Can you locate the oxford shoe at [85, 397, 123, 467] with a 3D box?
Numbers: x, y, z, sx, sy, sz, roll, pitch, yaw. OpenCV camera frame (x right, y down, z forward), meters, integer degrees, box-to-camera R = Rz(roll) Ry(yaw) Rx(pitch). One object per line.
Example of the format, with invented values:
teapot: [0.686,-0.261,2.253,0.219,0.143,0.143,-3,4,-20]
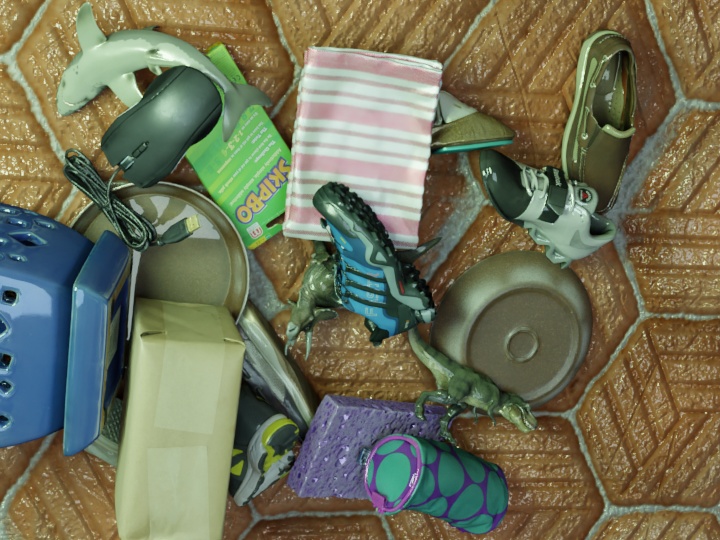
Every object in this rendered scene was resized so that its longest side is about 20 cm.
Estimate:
oxford shoe: [-0.231,0.196,1.645,0.057,0.076,0.199,-22,133,40]

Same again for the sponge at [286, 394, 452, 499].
sponge: [0.014,0.197,1.680,0.199,0.030,0.113,11,107,-46]

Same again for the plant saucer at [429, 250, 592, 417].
plant saucer: [0.177,0.078,1.728,0.198,0.037,0.203,-5,109,-14]

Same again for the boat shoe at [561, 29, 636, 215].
boat shoe: [0.262,-0.152,1.650,0.074,0.075,0.205,-6,110,-14]

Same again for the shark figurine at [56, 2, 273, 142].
shark figurine: [-0.194,-0.209,1.490,0.212,0.090,0.130,7,122,11]

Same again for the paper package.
paper package: [-0.181,0.143,1.500,0.102,0.191,0.203,5,99,-12]

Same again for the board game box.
board game box: [-0.129,-0.125,1.575,0.095,0.030,0.201,-33,111,-1]

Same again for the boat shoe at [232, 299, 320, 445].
boat shoe: [-0.095,0.125,1.651,0.064,0.072,0.201,-28,114,6]

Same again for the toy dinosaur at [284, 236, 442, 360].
toy dinosaur: [-0.009,0.002,1.640,0.198,0.077,0.103,-24,130,-18]

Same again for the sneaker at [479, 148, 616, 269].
sneaker: [0.203,-0.080,1.632,0.088,0.075,0.199,-23,141,31]

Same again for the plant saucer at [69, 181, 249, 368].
plant saucer: [-0.214,0.004,1.579,0.197,0.035,0.203,-2,105,-8]

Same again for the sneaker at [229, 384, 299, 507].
sneaker: [-0.115,0.182,1.631,0.074,0.201,0.085,-33,73,-27]

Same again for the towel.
towel: [0.002,-0.121,1.553,0.144,0.030,0.203,5,107,-10]

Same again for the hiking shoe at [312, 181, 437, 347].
hiking shoe: [0.000,0.000,1.552,0.086,0.075,0.201,-32,122,10]

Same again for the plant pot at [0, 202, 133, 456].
plant pot: [-0.319,0.058,1.469,0.177,0.200,0.203,8,109,-2]

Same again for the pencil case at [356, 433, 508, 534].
pencil case: [0.084,0.238,1.687,0.199,0.085,0.093,24,104,-50]

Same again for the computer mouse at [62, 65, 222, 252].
computer mouse: [-0.194,-0.096,1.477,0.199,0.046,0.141,-33,104,30]

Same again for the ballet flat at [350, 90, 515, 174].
ballet flat: [0.065,-0.147,1.610,0.197,0.068,0.073,-14,94,-7]

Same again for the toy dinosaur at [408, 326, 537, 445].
toy dinosaur: [0.102,0.137,1.686,0.199,0.047,0.089,37,83,-21]
